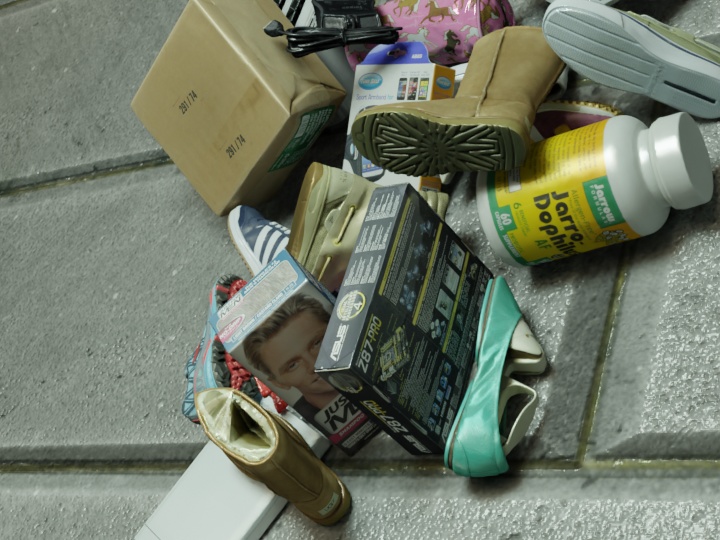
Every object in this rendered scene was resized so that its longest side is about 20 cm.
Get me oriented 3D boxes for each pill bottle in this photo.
[{"bbox_3d":[0.217,-0.077,1.292,0.199,0.113,0.114,-15,48,31],"label":"pill bottle"}]

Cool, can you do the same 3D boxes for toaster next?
[{"bbox_3d":[-0.052,-0.274,1.682,0.113,0.129,0.201,-3,55,39],"label":"toaster"}]

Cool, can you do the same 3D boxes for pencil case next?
[{"bbox_3d":[0.078,-0.270,1.596,0.199,0.086,0.084,-5,79,38],"label":"pencil case"}]

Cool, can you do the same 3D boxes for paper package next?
[{"bbox_3d":[-0.142,-0.192,1.589,0.103,0.191,0.200,-29,-15,-45],"label":"paper package"}]

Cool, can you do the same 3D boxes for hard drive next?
[{"bbox_3d":[-0.131,0.223,1.408,0.200,0.027,0.132,-52,40,-8],"label":"hard drive"}]

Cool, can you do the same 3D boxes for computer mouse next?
[{"bbox_3d":[-0.040,-0.263,1.532,0.139,0.046,0.200,-6,24,-11],"label":"computer mouse"}]

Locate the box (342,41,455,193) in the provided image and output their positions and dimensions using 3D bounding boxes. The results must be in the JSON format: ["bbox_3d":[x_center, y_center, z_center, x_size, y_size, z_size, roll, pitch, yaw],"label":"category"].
[{"bbox_3d":[0.038,-0.141,1.496,0.118,0.041,0.202,7,88,44],"label":"box"}]

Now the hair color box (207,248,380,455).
[{"bbox_3d":[-0.040,0.080,1.312,0.100,0.200,0.061,-43,39,3],"label":"hair color box"}]

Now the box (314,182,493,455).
[{"bbox_3d":[0.047,0.046,1.298,0.049,0.161,0.201,-7,54,37],"label":"box"}]

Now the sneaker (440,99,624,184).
[{"bbox_3d":[0.172,-0.126,1.417,0.198,0.075,0.091,2,96,24],"label":"sneaker"}]

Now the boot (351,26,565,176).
[{"bbox_3d":[0.100,-0.166,1.338,0.174,0.067,0.201,8,38,14],"label":"boot"}]

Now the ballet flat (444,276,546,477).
[{"bbox_3d":[0.131,0.098,1.267,0.070,0.068,0.201,7,59,16],"label":"ballet flat"}]

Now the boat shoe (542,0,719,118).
[{"bbox_3d":[0.267,-0.208,1.332,0.072,0.199,0.062,-62,4,44],"label":"boat shoe"}]

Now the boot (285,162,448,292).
[{"bbox_3d":[0.000,0.000,1.417,0.073,0.154,0.202,-109,31,-68],"label":"boot"}]

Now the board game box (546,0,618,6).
[{"bbox_3d":[0.260,-0.333,1.489,0.199,0.026,0.200,-30,37,-14],"label":"board game box"}]

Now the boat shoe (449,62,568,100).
[{"bbox_3d":[0.127,-0.181,1.490,0.199,0.074,0.066,-24,40,26],"label":"boat shoe"}]

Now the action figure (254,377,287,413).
[{"bbox_3d":[-0.011,0.068,1.393,0.199,0.066,0.052,-29,48,5],"label":"action figure"}]

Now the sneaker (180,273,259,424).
[{"bbox_3d":[-0.155,0.084,1.499,0.095,0.079,0.201,-41,23,29],"label":"sneaker"}]

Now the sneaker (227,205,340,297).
[{"bbox_3d":[-0.071,-0.025,1.530,0.108,0.070,0.201,-41,46,13],"label":"sneaker"}]

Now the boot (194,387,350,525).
[{"bbox_3d":[-0.099,0.148,1.276,0.174,0.200,0.066,30,79,30],"label":"boot"}]
